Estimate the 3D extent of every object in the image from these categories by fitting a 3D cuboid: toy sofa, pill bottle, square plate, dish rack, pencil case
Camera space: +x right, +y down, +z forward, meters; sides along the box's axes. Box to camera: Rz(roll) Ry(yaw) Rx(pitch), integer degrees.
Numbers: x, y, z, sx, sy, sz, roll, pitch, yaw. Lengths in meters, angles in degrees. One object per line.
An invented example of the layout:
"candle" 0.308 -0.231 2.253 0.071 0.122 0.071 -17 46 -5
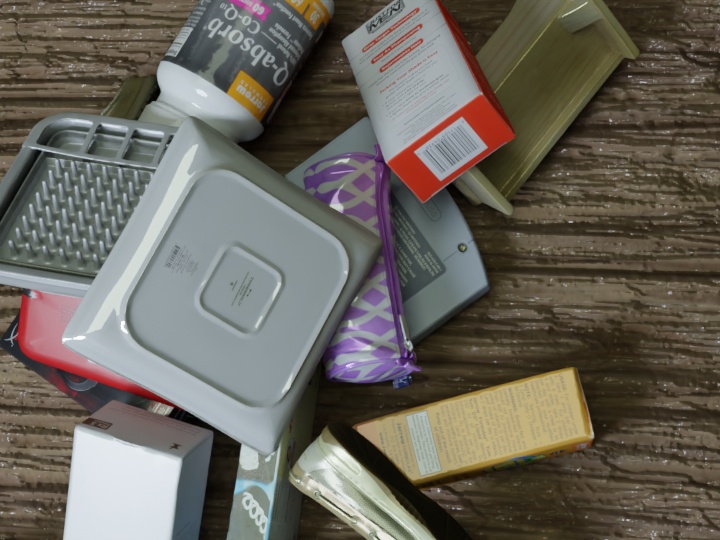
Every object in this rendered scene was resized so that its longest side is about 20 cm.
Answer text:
"toy sofa" 0.146 -0.157 1.096 0.201 0.083 0.097 -51 32 -4
"pill bottle" -0.118 -0.193 1.137 0.116 0.116 0.201 28 83 16
"square plate" -0.098 0.016 0.949 0.197 0.028 0.201 32 81 -24
"dish rack" -0.218 -0.049 1.021 0.170 0.044 0.201 9 45 6
"pencil case" 0.000 0.000 1.047 0.085 0.083 0.202 -22 72 41

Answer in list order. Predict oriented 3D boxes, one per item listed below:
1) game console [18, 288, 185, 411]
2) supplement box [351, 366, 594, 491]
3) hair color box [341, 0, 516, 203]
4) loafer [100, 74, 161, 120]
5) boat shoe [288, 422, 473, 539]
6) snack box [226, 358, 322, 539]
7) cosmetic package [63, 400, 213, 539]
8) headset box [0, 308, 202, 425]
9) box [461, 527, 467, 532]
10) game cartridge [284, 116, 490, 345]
"game console" -0.181 0.008 1.073 0.198 0.119 0.174 16 109 15
"supplement box" 0.097 0.141 1.040 0.198 0.067 0.069 -18 74 7
"hair color box" 0.055 -0.161 1.066 0.101 0.061 0.201 -34 40 16
"loafer" -0.257 -0.107 1.164 0.067 0.076 0.201 30 84 10
"boat shoe" 0.030 0.211 0.980 0.200 0.073 0.063 43 103 5
"snack box" -0.071 0.146 1.045 0.037 0.116 0.202 6 77 10
"cosmetic package" -0.192 0.222 1.030 0.101 0.074 0.202 15 106 13
"headset box" -0.202 0.065 1.111 0.199 0.077 0.150 32 84 18
"box" 0.002 0.280 1.033 0.198 0.049 0.083 -16 74 7
"game cartridge" 0.024 -0.035 1.114 0.133 0.042 0.201 -34 73 -3
